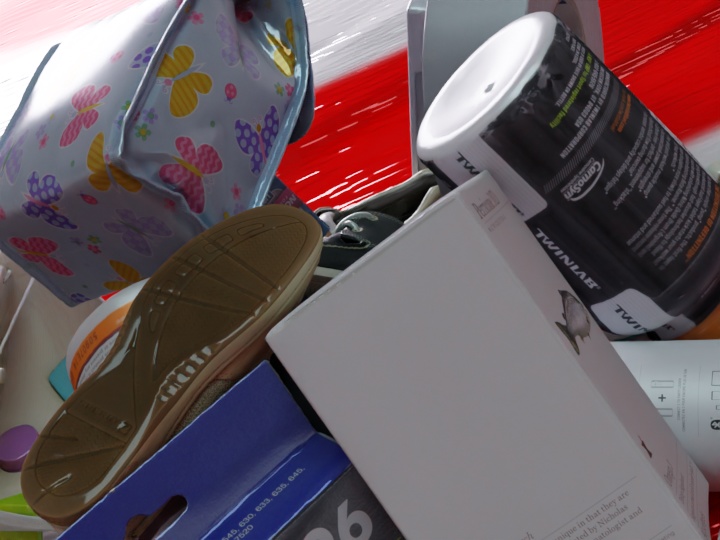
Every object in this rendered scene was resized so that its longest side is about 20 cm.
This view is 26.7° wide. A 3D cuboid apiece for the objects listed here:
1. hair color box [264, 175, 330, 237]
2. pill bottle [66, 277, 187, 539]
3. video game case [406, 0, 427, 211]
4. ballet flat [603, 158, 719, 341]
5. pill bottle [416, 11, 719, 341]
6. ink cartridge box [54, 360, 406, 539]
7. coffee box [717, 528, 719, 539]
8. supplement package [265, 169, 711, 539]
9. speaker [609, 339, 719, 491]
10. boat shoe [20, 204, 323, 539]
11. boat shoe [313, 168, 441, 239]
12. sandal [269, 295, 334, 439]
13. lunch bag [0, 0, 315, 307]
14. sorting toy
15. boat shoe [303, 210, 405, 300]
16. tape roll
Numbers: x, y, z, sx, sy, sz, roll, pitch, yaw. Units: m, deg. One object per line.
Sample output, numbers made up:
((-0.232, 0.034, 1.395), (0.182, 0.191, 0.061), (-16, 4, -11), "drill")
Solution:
((-0.109, -0.029, 1.010), (0.100, 0.061, 0.200), (-51, 29, -8), "hair color box")
((-0.079, 0.110, 0.826), (0.113, 0.115, 0.201), (-25, 57, -5), "pill bottle")
((0.068, -0.161, 1.044), (0.023, 0.183, 0.201), (9, 47, 13), "video game case")
((0.206, -0.031, 0.928), (0.199, 0.070, 0.069), (-31, 40, -11), "ballet flat")
((0.133, -0.037, 0.831), (0.106, 0.200, 0.106), (-42, 19, 18), "pill bottle")
((-0.051, 0.181, 0.702), (0.197, 0.201, 0.047), (-41, 17, -22), "ink cartridge box")
((0.176, 0.220, 0.619), (0.079, 0.114, 0.201), (1, 44, 24), "coffee box")
((0.066, 0.069, 0.730), (0.117, 0.201, 0.117), (-36, 1, 15), "supplement package")
((0.133, 0.078, 0.824), (0.198, 0.082, 0.082), (-2, 43, 22), "speaker")
((-0.086, 0.052, 0.758), (0.071, 0.065, 0.200), (28, 68, 36), "boat shoe")
((-0.017, -0.008, 0.996), (0.198, 0.069, 0.075), (-25, 39, -5), "boat shoe")
((0.003, 0.101, 0.797), (0.043, 0.201, 0.076), (-38, -9, 26), "sandal")
((-0.121, -0.094, 0.918), (0.169, 0.127, 0.202), (-15, 46, 42), "lunch bag")
((-0.171, 0.098, 0.929), (0.178, 0.108, 0.201), (4, 45, 9), "sorting toy")
((0.000, 0.000, 0.894), (0.072, 0.199, 0.068), (-30, 66, 38), "boat shoe")
((0.102, -0.119, 0.965), (0.065, 0.201, 0.201), (-1, 43, 23), "tape roll")
